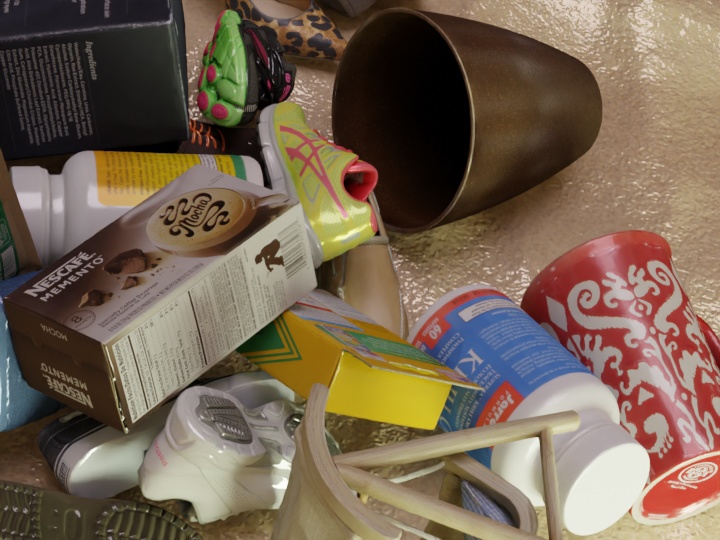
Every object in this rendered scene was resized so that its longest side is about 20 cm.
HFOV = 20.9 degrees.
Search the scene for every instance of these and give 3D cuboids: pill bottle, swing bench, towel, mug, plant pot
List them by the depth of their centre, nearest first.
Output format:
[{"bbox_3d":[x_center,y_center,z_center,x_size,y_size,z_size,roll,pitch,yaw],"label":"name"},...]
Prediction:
[{"bbox_3d":[0.039,0.197,1.353,0.198,0.200,0.131,6,48,-9],"label":"swing bench"},{"bbox_3d":[-0.220,0.046,1.449,0.048,0.113,0.199,23,28,37],"label":"towel"},{"bbox_3d":[0.126,0.107,1.483,0.111,0.113,0.200,-19,41,-28],"label":"pill bottle"},{"bbox_3d":[0.243,0.084,1.553,0.176,0.134,0.201,-10,56,-19],"label":"mug"},{"bbox_3d":[-0.181,-0.038,1.561,0.198,0.113,0.114,0,49,-13],"label":"pill bottle"},{"bbox_3d":[0.108,-0.135,1.692,0.199,0.188,0.188,-8,50,-39],"label":"plant pot"}]

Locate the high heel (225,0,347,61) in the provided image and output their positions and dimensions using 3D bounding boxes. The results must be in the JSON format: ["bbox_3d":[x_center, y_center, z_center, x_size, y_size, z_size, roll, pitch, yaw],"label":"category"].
[{"bbox_3d":[-0.081,-0.282,1.774,0.199,0.143,0.071,32,43,14],"label":"high heel"}]

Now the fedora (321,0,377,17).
[{"bbox_3d":[-0.024,-0.306,1.821,0.090,0.200,0.177,-46,30,-6],"label":"fedora"}]

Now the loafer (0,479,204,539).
[{"bbox_3d":[-0.194,0.202,1.384,0.198,0.068,0.077,22,46,-16],"label":"loafer"}]

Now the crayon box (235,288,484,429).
[{"bbox_3d":[-0.019,0.063,1.471,0.125,0.052,0.199,14,11,-44],"label":"crayon box"}]

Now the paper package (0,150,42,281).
[{"bbox_3d":[-0.356,-0.070,1.454,0.189,0.202,0.103,13,41,34],"label":"paper package"}]

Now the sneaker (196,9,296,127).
[{"bbox_3d":[-0.094,-0.174,1.694,0.083,0.077,0.200,22,22,-10],"label":"sneaker"}]

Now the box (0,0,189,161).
[{"bbox_3d":[-0.246,-0.194,1.623,0.198,0.118,0.197,-7,36,-1],"label":"box"}]

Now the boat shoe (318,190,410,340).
[{"bbox_3d":[0.000,0.000,1.596,0.071,0.077,0.201,-4,52,-19],"label":"boat shoe"}]

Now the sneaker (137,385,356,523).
[{"bbox_3d":[-0.087,0.146,1.432,0.199,0.099,0.078,23,32,-44],"label":"sneaker"}]

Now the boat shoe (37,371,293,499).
[{"bbox_3d":[-0.146,0.111,1.465,0.199,0.072,0.068,-20,43,-29],"label":"boat shoe"}]

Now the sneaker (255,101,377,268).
[{"bbox_3d":[-0.031,-0.073,1.590,0.089,0.079,0.201,-17,41,2],"label":"sneaker"}]

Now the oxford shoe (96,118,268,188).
[{"bbox_3d":[-0.135,-0.095,1.647,0.198,0.073,0.071,-14,54,-24],"label":"oxford shoe"}]

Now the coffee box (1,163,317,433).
[{"bbox_3d":[-0.141,0.016,1.400,0.112,0.080,0.200,21,45,38],"label":"coffee box"}]
